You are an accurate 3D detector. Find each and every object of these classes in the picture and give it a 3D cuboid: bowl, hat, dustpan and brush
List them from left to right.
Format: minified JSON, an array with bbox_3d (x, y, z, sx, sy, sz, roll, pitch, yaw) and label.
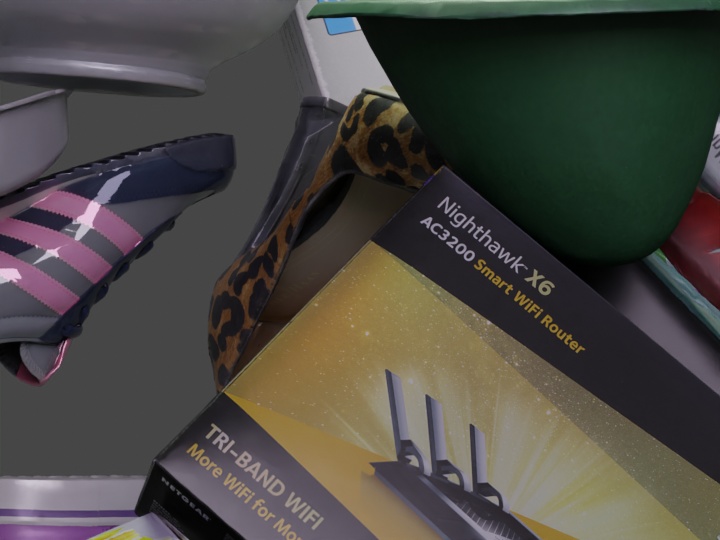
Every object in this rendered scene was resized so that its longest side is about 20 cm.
[{"bbox_3d":[-0.172,-0.054,1.063,0.140,0.200,0.057,-12,109,-15],"label":"dustpan and brush"},{"bbox_3d":[-0.111,-0.124,1.129,0.201,0.201,0.090,5,90,-9],"label":"bowl"},{"bbox_3d":[0.077,-0.010,0.933,0.166,0.200,0.176,-7,99,-46],"label":"hat"}]

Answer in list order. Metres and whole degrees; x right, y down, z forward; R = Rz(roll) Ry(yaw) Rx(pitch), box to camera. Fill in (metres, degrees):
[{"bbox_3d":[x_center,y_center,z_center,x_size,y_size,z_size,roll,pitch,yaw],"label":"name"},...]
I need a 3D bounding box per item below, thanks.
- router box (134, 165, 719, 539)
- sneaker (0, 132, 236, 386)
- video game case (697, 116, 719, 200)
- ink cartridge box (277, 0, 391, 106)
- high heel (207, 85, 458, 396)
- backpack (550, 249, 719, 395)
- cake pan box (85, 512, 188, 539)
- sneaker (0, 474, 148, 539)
[{"bbox_3d":[0.050,0.085,0.887,0.200,0.052,0.157,40,62,7],"label":"router box"},{"bbox_3d":[-0.133,0.003,1.123,0.200,0.070,0.082,-24,95,-24],"label":"sneaker"},{"bbox_3d":[0.138,-0.057,1.113,0.024,0.200,0.182,-42,89,3],"label":"video game case"},{"bbox_3d":[0.065,-0.078,1.204,0.176,0.045,0.200,-11,67,-15],"label":"ink cartridge box"},{"bbox_3d":[0.000,0.000,1.065,0.071,0.200,0.143,22,84,-22],"label":"high heel"},{"bbox_3d":[0.105,0.052,1.053,0.176,0.200,0.153,42,72,12],"label":"backpack"},{"bbox_3d":[-0.110,0.203,0.848,0.184,0.052,0.200,-23,104,-12],"label":"cake pan box"},{"bbox_3d":[-0.063,0.139,1.068,0.200,0.073,0.114,0,83,-17],"label":"sneaker"}]
